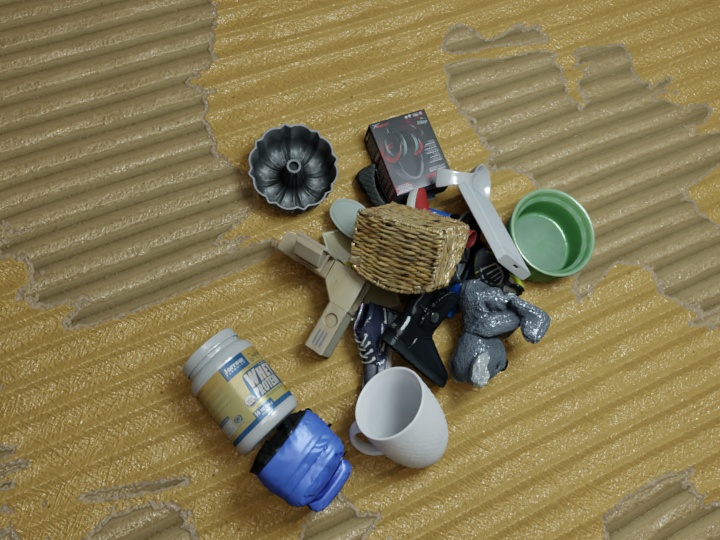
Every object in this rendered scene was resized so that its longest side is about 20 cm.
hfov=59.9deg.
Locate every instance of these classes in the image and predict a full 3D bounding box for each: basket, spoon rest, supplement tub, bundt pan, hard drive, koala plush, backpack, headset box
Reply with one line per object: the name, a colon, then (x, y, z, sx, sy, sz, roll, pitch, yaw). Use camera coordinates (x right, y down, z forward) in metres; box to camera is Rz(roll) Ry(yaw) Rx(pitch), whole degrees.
basket: (0.096, -0.039, 1.225, 0.196, 0.148, 0.147, 18, 109, 27)
spoon rest: (0.245, -0.193, 1.395, 0.197, 0.060, 0.102, 1, 93, -49)
supplement tub: (-0.231, 0.228, 1.194, 0.144, 0.145, 0.201, -40, 83, -17)
bundt pan: (-0.148, -0.215, 1.377, 0.196, 0.076, 0.208, 2, 73, -7)
hard drive: (0.280, -0.085, 1.310, 0.026, 0.131, 0.203, -36, 53, 22)
koala plush: (0.252, 0.142, 1.283, 0.181, 0.177, 0.204, 27, 83, -10)
backpack: (-0.099, 0.348, 1.150, 0.166, 0.200, 0.164, 35, 70, 3)
headset box: (0.112, -0.247, 1.427, 0.145, 0.075, 0.204, -17, 77, -15)

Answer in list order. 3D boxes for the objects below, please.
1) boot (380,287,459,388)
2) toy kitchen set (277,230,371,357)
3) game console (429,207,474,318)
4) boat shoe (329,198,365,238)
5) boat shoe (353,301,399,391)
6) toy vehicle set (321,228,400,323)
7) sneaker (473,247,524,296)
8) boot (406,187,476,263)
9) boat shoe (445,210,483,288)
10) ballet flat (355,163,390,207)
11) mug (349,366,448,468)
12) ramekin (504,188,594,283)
boot: (0.151, 0.123, 1.271, 0.200, 0.076, 0.169, 42, 82, -28)
toy kitchen set: (-0.112, 0.039, 1.256, 0.197, 0.163, 0.183, 30, 86, 15)
game console: (0.156, -0.024, 1.382, 0.171, 0.117, 0.203, 45, 61, -31)
boat shoe: (0.019, -0.084, 1.343, 0.199, 0.060, 0.076, 38, 91, 20)
boat shoe: (0.017, 0.162, 1.273, 0.092, 0.074, 0.205, 28, 64, -34)
toy vehicle set: (0.000, 0.000, 1.361, 0.121, 0.027, 0.205, -15, 76, -13)
sneaker: (0.289, -0.005, 1.344, 0.073, 0.199, 0.083, -25, 57, 19)
boot: (0.169, -0.096, 1.297, 0.141, 0.072, 0.205, -15, 59, 25)
boat shoe: (0.225, -0.049, 1.323, 0.075, 0.065, 0.201, 51, 57, -26)
ballet flat: (0.050, -0.160, 1.369, 0.057, 0.066, 0.202, -41, 57, 12)
mug: (0.071, 0.306, 1.211, 0.196, 0.176, 0.150, -23, 41, 19)
ramekin: (0.415, -0.071, 1.409, 0.194, 0.098, 0.206, 3, 73, -8)
